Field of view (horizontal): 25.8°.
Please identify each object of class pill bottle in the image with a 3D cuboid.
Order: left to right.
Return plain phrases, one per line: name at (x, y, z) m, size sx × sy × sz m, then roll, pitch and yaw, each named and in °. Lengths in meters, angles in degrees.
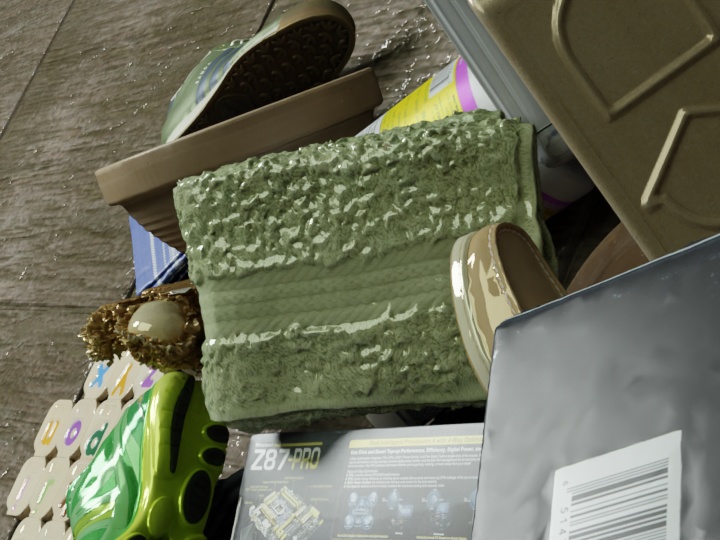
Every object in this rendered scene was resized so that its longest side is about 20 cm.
pill bottle at (0.036, -0.043, 0.918) m, size 0.200 × 0.104 × 0.105 m, roll -35°, pitch 36°, yaw 32°

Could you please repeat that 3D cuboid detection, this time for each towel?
towel at (-0.111, -0.072, 1.242) m, size 0.200 × 0.024 × 0.145 m, roll -44°, pitch 31°, yaw 16°
towel at (0.002, 0.003, 0.795) m, size 0.198 × 0.036 × 0.150 m, roll -8°, pitch 92°, yaw 20°

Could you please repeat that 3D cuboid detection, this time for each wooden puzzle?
wooden puzzle at (0.174, -0.101, 0.712) m, size 0.185 × 0.201 × 0.046 m, roll -35°, pitch -11°, yaw 2°

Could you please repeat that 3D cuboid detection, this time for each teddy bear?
teddy bear at (-0.100, 0.041, 0.997) m, size 0.200 × 0.144 × 0.067 m, roll 177°, pitch 82°, yaw -68°

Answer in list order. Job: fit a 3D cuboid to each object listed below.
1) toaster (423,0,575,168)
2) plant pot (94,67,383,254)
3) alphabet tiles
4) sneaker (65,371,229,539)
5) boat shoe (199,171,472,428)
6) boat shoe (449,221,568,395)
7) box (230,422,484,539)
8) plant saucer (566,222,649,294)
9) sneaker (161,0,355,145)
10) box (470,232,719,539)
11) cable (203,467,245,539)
toaster at (0.117, -0.137, 0.815) m, size 0.113 × 0.130 × 0.200 m, roll -34°, pitch -4°, yaw 34°
plant pot at (-0.069, -0.059, 1.053) m, size 0.199 × 0.093 × 0.201 m, roll -20°, pitch 5°, yaw 2°
alphabet tiles at (-0.197, 0.142, 1.159) m, size 0.199 × 0.015 × 0.197 m, roll -6°, pitch 55°, yaw 52°
sneaker at (-0.133, 0.156, 0.915) m, size 0.083 × 0.074 × 0.201 m, roll -25°, pitch 37°, yaw 44°
boat shoe at (0.000, 0.000, 0.858) m, size 0.093 × 0.200 × 0.075 m, roll -45°, pitch -1°, yaw 19°
boat shoe at (0.105, 0.056, 0.690) m, size 0.069 × 0.073 × 0.201 m, roll -41°, pitch 62°, yaw 33°
box at (0.010, 0.159, 0.769) m, size 0.199 × 0.049 × 0.163 m, roll -9°, pitch 66°, yaw 44°
plant saucer at (0.158, 0.030, 0.750) m, size 0.200 × 0.029 × 0.201 m, roll -34°, pitch 37°, yaw 30°
sneaker at (-0.085, -0.154, 1.198) m, size 0.200 × 0.067 × 0.090 m, roll -40°, pitch 36°, yaw 28°
box at (0.141, 0.126, 0.512) m, size 0.123 × 0.198 × 0.201 m, roll -24°, pitch 43°, yaw 38°
cable at (-0.079, 0.194, 0.905) m, size 0.199 × 0.051 × 0.164 m, roll -11°, pitch 52°, yaw 49°
